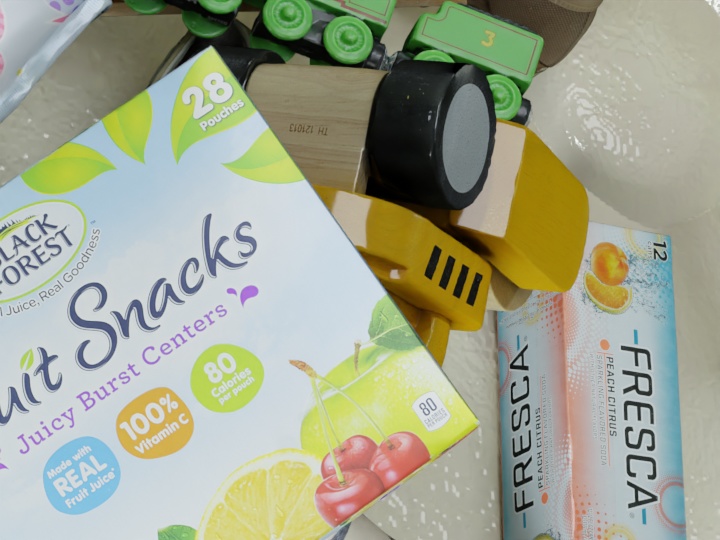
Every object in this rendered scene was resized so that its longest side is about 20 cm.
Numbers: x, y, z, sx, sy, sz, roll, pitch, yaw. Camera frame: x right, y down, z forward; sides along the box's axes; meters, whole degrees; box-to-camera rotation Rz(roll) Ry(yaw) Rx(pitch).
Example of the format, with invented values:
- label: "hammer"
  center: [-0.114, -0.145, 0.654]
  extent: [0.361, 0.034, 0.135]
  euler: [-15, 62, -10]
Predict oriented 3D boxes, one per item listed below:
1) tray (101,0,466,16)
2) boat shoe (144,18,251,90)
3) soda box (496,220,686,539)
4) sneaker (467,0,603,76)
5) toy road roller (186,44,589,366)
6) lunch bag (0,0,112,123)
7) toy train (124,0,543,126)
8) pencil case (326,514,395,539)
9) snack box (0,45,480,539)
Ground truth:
- label: "tray"
  center: [-0.053, -0.168, 1.298]
  extent: [0.200, 0.037, 0.099]
  euler: [-2, 103, 1]
- label: "boat shoe"
  center: [-0.076, -0.045, 1.241]
  extent: [0.075, 0.068, 0.200]
  euler: [12, 31, -10]
- label: "soda box"
  center: [0.109, 0.079, 1.364]
  extent: [0.068, 0.064, 0.200]
  euler: [10, 68, -27]
- label: "sneaker"
  center: [0.027, -0.170, 1.406]
  extent: [0.200, 0.076, 0.070]
  euler: [39, 35, 14]
- label: "toy road roller"
  center: [0.000, 0.000, 1.160]
  extent: [0.200, 0.123, 0.146]
  euler: [33, 66, -62]
- label: "lunch bag"
  center: [-0.226, -0.098, 1.147]
  extent: [0.200, 0.127, 0.170]
  euler: [-42, 99, 4]
- label: "toy train"
  center: [-0.013, -0.114, 1.266]
  extent: [0.200, 0.042, 0.056]
  euler: [21, 69, -7]
- label: "pencil case"
  center: [0.015, 0.159, 1.271]
  extent: [0.200, 0.089, 0.078]
  euler: [37, 86, -14]
- label: "snack box"
  center: [-0.088, 0.046, 1.018]
  extent: [0.200, 0.068, 0.169]
  euler: [-34, 86, -9]
